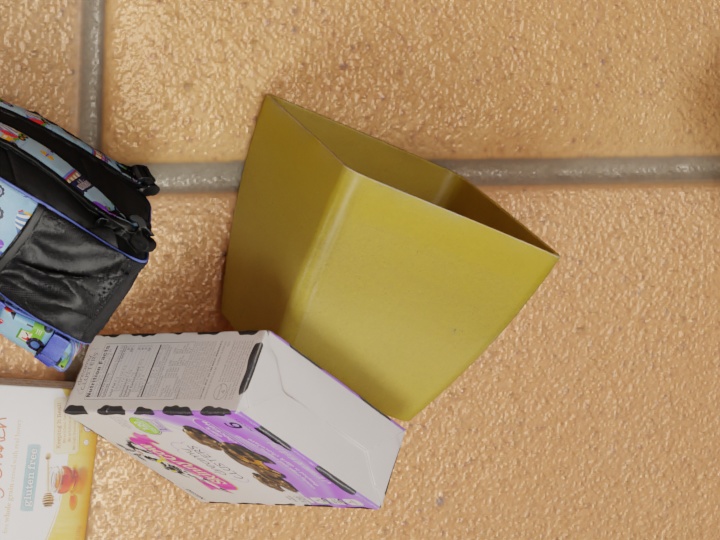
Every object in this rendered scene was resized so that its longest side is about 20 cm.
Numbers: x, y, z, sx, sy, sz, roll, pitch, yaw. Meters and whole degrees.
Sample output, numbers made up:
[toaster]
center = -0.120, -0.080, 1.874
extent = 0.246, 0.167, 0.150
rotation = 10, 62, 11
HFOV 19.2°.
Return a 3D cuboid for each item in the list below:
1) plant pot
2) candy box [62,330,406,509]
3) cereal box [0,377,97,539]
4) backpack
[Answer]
[plant pot]
center = 0.000, 0.000, 1.673
extent = 0.200, 0.200, 0.177
rotation = 22, 101, -28
[candy box]
center = -0.096, 0.114, 1.616
extent = 0.168, 0.200, 0.072
rotation = 38, 61, -38
[cereal box]
center = -0.304, 0.153, 1.632
extent = 0.200, 0.040, 0.144
rotation = 4, 97, -27
[backpack]
center = -0.258, -0.043, 1.542
extent = 0.200, 0.183, 0.135
rotation = 31, 103, -14
